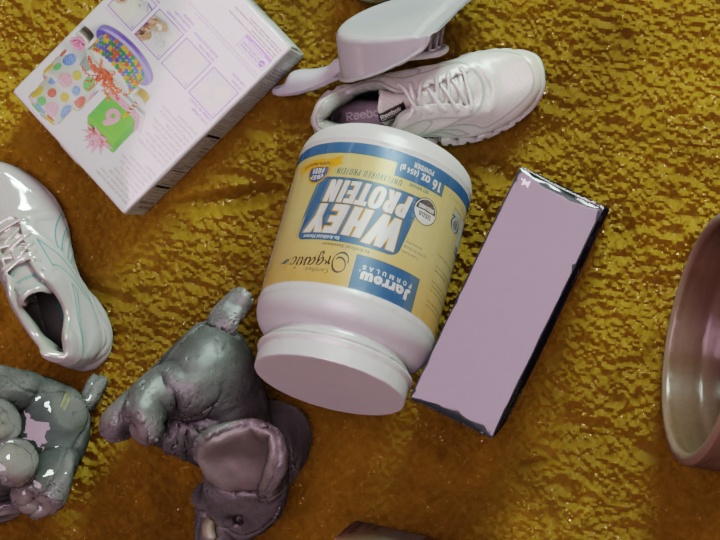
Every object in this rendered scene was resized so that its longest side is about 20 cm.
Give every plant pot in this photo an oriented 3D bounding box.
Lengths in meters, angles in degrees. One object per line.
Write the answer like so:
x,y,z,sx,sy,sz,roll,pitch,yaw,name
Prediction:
0.345,0.066,1.625,0.174,0.200,0.200,9,92,-9,plant pot

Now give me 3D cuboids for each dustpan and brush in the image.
0.007,-0.180,1.716,0.200,0.140,0.057,-5,114,29,dustpan and brush

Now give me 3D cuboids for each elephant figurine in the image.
-0.332,0.165,1.766,0.200,0.155,0.142,-33,47,34,elephant figurine
-0.103,0.152,1.723,0.200,0.142,0.155,46,140,-1,elephant figurine

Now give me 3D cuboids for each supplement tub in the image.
0.000,0.000,1.661,0.145,0.145,0.200,11,69,10,supplement tub

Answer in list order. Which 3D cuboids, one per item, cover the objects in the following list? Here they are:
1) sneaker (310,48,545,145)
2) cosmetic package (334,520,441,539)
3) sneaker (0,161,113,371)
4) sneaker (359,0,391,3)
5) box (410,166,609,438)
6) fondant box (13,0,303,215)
0.054,-0.137,1.715,0.200,0.081,0.075,-14,86,8,sneaker
0.075,0.271,1.700,0.200,0.103,0.087,12,93,9,cosmetic package
-0.276,-0.007,1.774,0.070,0.080,0.200,-31,83,10,sneaker
0.061,-0.297,1.708,0.200,0.089,0.077,-40,84,8,sneaker
0.122,0.024,1.671,0.079,0.141,0.200,26,95,9,box
-0.170,-0.166,1.765,0.200,0.058,0.144,-44,83,6,fondant box
